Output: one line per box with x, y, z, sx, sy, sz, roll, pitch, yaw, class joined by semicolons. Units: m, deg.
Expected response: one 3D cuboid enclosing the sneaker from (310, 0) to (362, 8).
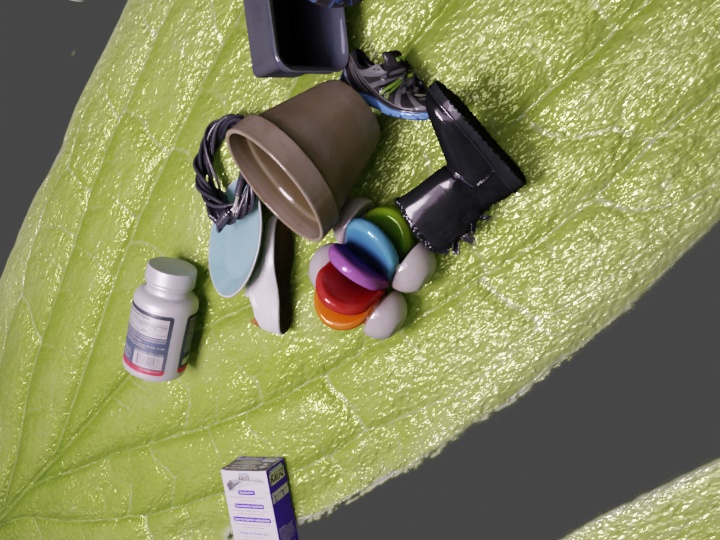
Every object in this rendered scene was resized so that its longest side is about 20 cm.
-0.001;-0.431;0.889;0.196;0.076;0.079;-20;75;-10;sneaker

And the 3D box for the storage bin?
-0.102;-0.386;0.955;0.133;0.143;0.206;2;101;56;storage bin

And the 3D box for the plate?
-0.206;-0.055;1.079;0.198;0.025;0.206;-17;68;51;plate

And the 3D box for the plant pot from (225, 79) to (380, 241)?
-0.068;-0.175;0.921;0.199;0.201;0.174;39;74;17;plant pot

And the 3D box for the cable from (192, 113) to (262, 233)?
-0.222;-0.176;1.054;0.163;0.050;0.204;-40;57;42;cable

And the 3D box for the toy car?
0.000;0.000;0.941;0.174;0.149;0.202;38;113;18;toy car

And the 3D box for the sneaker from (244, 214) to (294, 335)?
-0.162;0.005;1.072;0.083;0.073;0.206;9;104;24;sneaker

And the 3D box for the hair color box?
-0.178;0.448;1.159;0.107;0.064;0.205;-8;96;29;hair color box

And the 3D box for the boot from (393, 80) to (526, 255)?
0.113;-0.132;0.875;0.162;0.074;0.198;-39;104;26;boot

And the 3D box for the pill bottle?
-0.360;0.086;1.166;0.118;0.119;0.205;23;108;22;pill bottle

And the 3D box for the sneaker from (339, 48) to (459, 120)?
0.054;-0.268;0.914;0.197;0.070;0.084;27;116;25;sneaker
